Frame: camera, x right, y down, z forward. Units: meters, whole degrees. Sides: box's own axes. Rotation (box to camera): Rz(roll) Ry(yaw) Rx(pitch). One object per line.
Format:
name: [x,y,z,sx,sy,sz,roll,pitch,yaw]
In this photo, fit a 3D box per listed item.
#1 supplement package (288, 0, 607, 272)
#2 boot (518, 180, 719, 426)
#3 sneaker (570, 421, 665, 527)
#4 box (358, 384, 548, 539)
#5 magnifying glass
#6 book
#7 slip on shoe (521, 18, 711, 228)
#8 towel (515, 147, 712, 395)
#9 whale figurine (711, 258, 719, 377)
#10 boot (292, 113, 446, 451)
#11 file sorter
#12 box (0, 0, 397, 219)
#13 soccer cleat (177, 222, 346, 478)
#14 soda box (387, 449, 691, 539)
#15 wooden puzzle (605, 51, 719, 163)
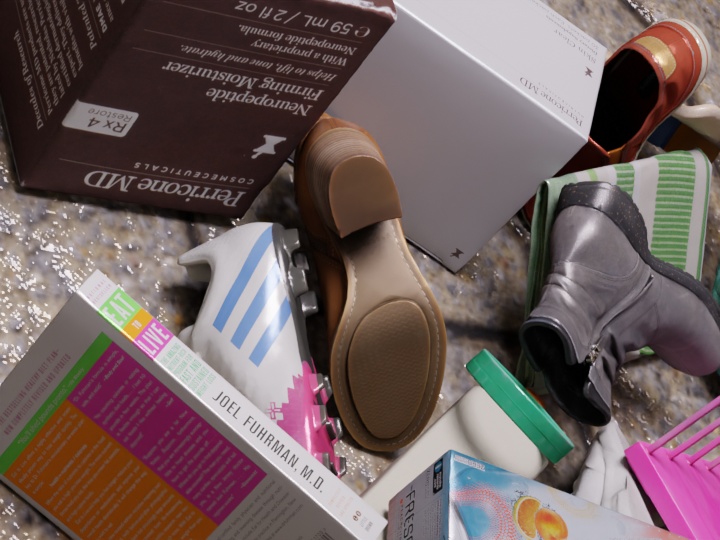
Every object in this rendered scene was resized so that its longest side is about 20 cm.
supplement package: [0.038,-0.127,1.459,0.199,0.156,0.111,33,40,-14]
boot: [0.167,0.048,1.414,0.200,0.069,0.132,43,54,-36]
sneaker: [0.142,0.159,1.365,0.076,0.088,0.200,57,14,-8]
box: [0.026,0.152,1.259,0.068,0.082,0.200,46,40,4]
magnifying glass: [0.101,0.083,1.343,0.080,0.022,0.200,47,1,7]
book: [-0.100,0.108,1.146,0.200,0.134,0.048,42,38,-3]
slip on shoe: [0.165,-0.096,1.507,0.061,0.200,0.074,-22,68,-45]
towel: [0.178,-0.003,1.500,0.023,0.154,0.199,18,22,39]
whale figurine: [0.296,0.002,1.578,0.158,0.103,0.202,-12,91,-45]
boot: [0.000,0.000,1.371,0.073,0.202,0.155,-7,16,-9]
file sorter: [0.281,0.150,1.390,0.140,0.125,0.200,60,16,21]
box: [-0.110,-0.163,1.324,0.165,0.200,0.165,7,49,-35]
soccer cleat: [-0.062,0.066,1.276,0.070,0.086,0.201,67,10,-59]
soda box: [0.113,0.169,1.198,0.199,0.068,0.064,21,48,-23]
wooden puzzle: [0.202,-0.129,1.617,0.200,0.046,0.185,34,7,30]
